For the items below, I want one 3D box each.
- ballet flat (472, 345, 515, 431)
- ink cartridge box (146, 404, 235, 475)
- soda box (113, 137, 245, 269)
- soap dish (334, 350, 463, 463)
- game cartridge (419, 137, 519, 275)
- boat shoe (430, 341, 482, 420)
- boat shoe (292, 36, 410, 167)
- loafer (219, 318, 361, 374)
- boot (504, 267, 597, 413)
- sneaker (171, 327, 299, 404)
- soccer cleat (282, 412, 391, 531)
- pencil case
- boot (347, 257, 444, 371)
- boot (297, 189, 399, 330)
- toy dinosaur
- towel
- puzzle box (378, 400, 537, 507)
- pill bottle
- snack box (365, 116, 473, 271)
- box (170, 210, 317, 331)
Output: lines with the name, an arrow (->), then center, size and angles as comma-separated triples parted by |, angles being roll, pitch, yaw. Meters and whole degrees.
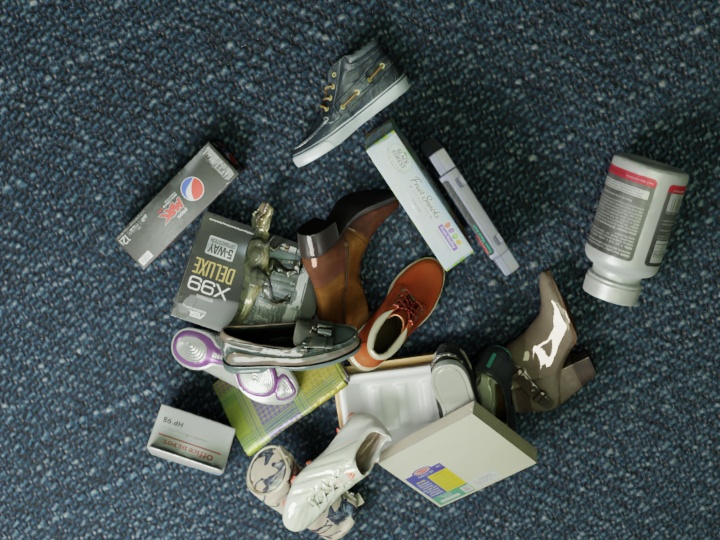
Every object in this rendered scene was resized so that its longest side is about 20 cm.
ballet flat -> 0.191, 0.203, 1.674 | 0.072, 0.073, 0.202 | -4, 127, 1
ink cartridge box -> -0.244, 0.247, 1.646 | 0.114, 0.200, 0.068 | 19, 76, -5
soda box -> -0.258, -0.096, 1.622 | 0.200, 0.071, 0.063 | -43, 96, 10
soap dish -> 0.064, 0.201, 1.697 | 0.197, 0.081, 0.160 | -8, 105, 2
game cartridge -> 0.151, -0.090, 1.594 | 0.038, 0.130, 0.201 | -32, 102, 9
boat shoe -> 0.139, 0.191, 1.617 | 0.073, 0.061, 0.202 | -10, 125, 14
boat shoe -> -0.032, -0.237, 1.590 | 0.199, 0.071, 0.091 | -38, 101, 2
loafer -> -0.099, 0.098, 1.566 | 0.197, 0.072, 0.064 | -9, 123, 3
boot -> 0.256, 0.115, 1.684 | 0.145, 0.070, 0.202 | -23, 97, 14
sneaker -> -0.174, 0.132, 1.662 | 0.198, 0.100, 0.076 | 25, 94, 10
soccer cleat -> -0.035, 0.289, 1.606 | 0.201, 0.077, 0.069 | -52, 131, -10
pencil case -> -0.084, 0.329, 1.689 | 0.090, 0.078, 0.200 | -48, 132, 1
boot -> 0.065, 0.058, 1.622 | 0.075, 0.107, 0.201 | 39, 73, -3
boot -> 0.000, 0.000, 1.634 | 0.068, 0.188, 0.202 | 13, 127, 39
toy dinosaur -> -0.133, 0.009, 1.598 | 0.087, 0.047, 0.203 | 15, 86, 9
towel -> -0.115, 0.164, 1.676 | 0.199, 0.023, 0.144 | -37, 58, 8
puzzle box -> 0.137, 0.266, 1.623 | 0.133, 0.026, 0.199 | 38, 132, -22
pill bottle -> 0.384, -0.057, 1.612 | 0.109, 0.111, 0.203 | 14, 104, -4
snack box -> 0.080, -0.109, 1.582 | 0.053, 0.142, 0.201 | -33, 102, 7
box -> -0.157, 0.021, 1.642 | 0.198, 0.050, 0.160 | 19, 85, -5
